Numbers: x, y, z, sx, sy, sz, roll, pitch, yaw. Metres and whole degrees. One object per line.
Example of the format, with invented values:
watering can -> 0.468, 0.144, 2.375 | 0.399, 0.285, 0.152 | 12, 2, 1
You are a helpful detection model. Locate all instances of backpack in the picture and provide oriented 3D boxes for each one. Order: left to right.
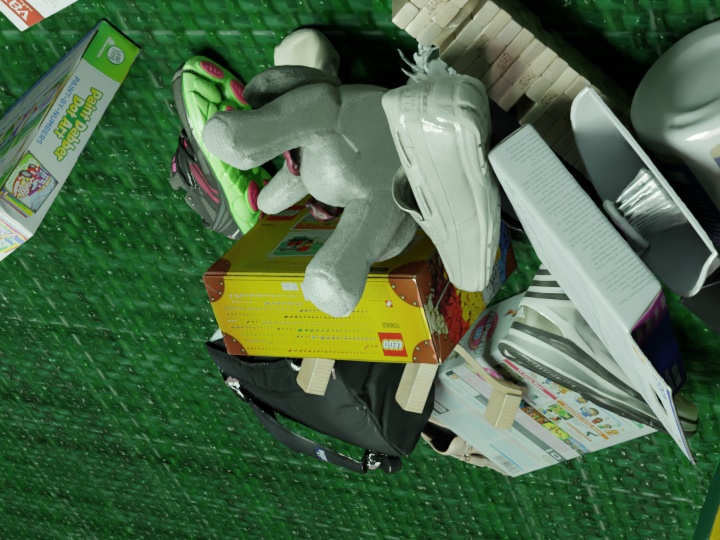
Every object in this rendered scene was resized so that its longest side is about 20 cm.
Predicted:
backpack -> -0.038, 0.079, 1.321 | 0.199, 0.127, 0.168 | 10, 138, 47

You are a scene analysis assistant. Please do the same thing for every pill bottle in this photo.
pill bottle -> 0.270, -0.059, 0.971 | 0.110, 0.112, 0.200 | -11, 132, 42

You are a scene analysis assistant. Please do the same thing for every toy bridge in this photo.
toy bridge -> 0.050, 0.081, 1.214 | 0.198, 0.068, 0.027 | 12, -166, -24

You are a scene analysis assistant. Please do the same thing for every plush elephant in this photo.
plush elephant -> -0.021, -0.088, 1.095 | 0.165, 0.200, 0.155 | 48, 165, -11

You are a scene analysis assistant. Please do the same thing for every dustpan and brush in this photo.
dustpan and brush -> 0.187, -0.027, 0.985 | 0.140, 0.057, 0.200 | 57, -170, 22

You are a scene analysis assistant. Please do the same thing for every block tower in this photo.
block tower -> 0.113, -0.135, 1.002 | 0.199, 0.058, 0.054 | 35, 116, -17

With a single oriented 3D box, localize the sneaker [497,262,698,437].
sneaker -> 0.209, 0.051, 1.167 | 0.199, 0.116, 0.075 | 28, 175, -29

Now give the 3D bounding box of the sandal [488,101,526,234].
sandal -> 0.105, -0.064, 1.089 | 0.076, 0.043, 0.200 | 14, 166, 33

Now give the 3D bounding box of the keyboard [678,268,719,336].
keyboard -> 0.353, 0.057, 1.160 | 0.199, 0.021, 0.127 | 36, 151, -18

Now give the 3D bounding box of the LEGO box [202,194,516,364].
LEGO box -> 0.000, 0.000, 1.178 | 0.198, 0.149, 0.078 | 1, 120, 32

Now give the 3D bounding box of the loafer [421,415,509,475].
loafer -> 0.072, 0.146, 1.422 | 0.199, 0.063, 0.072 | 37, 144, -17

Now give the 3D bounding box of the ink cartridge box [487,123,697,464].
ink cartridge box -> 0.172, 0.019, 0.999 | 0.201, 0.043, 0.196 | 55, -179, 25

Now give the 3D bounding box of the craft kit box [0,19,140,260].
craft kit box -> -0.278, -0.084, 1.211 | 0.048, 0.199, 0.199 | 39, 145, -19

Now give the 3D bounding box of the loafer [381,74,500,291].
loafer -> 0.057, -0.057, 1.011 | 0.069, 0.070, 0.201 | 2, 142, 13

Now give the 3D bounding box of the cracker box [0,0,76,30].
cracker box -> -0.224, -0.263, 1.059 | 0.199, 0.058, 0.134 | -15, 129, 45

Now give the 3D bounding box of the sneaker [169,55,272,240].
sneaker -> -0.124, -0.089, 1.216 | 0.083, 0.077, 0.201 | 8, 142, 18

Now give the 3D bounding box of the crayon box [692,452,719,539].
crayon box -> 0.372, 0.180, 1.143 | 0.198, 0.174, 0.058 | 24, 153, 5

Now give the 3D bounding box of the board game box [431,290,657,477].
board game box -> 0.152, 0.098, 1.306 | 0.147, 0.065, 0.199 | 37, 146, -19
